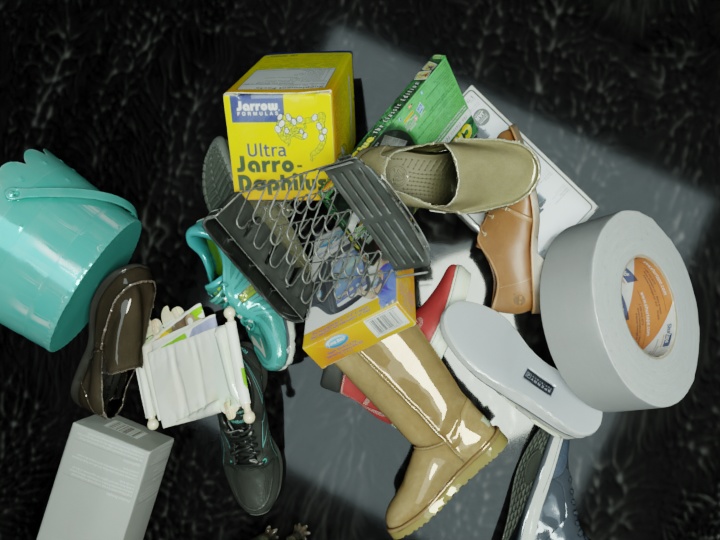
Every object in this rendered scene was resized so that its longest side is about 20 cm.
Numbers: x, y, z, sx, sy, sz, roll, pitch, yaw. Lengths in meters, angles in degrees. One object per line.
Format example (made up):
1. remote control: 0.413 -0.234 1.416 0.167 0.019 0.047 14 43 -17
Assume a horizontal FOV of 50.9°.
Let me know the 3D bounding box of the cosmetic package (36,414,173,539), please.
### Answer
1. cosmetic package: -0.307 0.284 0.893 0.105 0.090 0.203 19 92 6

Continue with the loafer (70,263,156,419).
1. loafer: -0.275 0.087 0.884 0.071 0.072 0.203 34 114 28

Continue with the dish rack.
1. dish rack: -0.037 -0.027 0.719 0.198 0.154 0.055 -10 42 39

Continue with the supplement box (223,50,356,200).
1. supplement box: -0.067 -0.162 0.817 0.107 0.201 0.111 0 116 6

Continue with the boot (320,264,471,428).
1. boot: 0.034 0.065 0.875 0.143 0.072 0.203 27 94 8

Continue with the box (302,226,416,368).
1. box: 0.000 0.000 0.824 0.118 0.202 0.042 -28 127 23

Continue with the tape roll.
1. tape roll: 0.274 0.043 0.790 0.198 0.066 0.204 11 72 -37

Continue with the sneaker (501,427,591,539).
1. sneaker: 0.240 0.281 0.842 0.144 0.077 0.206 18 81 -2

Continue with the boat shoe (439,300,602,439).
1. boat shoe: 0.163 0.112 0.817 0.199 0.070 0.071 35 64 3

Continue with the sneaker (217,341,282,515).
1. sneaker: -0.140 0.187 0.882 0.074 0.079 0.204 -10 88 5

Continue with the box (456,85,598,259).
1. box: 0.159 -0.097 0.872 0.200 0.060 0.117 44 92 7

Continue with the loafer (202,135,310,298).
1. loafer: -0.119 -0.062 0.863 0.075 0.069 0.202 -39 72 47

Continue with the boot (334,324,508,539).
1. boot: 0.036 0.159 0.822 0.175 0.066 0.200 -43 87 2

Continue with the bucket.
1. bucket: -0.351 -0.020 0.854 0.134 0.207 0.209 33 91 -5

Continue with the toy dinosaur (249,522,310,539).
1. toy dinosaur: -0.108 0.332 0.860 0.196 0.102 0.078 16 89 6

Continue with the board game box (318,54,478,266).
1. board game box: 0.045 -0.114 0.780 0.023 0.105 0.201 19 63 46

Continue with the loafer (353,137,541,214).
1. loafer: 0.089 -0.087 0.721 0.196 0.067 0.078 -7 101 -15

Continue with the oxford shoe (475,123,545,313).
1. oxford shoe: 0.156 -0.053 0.806 0.070 0.071 0.204 -4 88 10

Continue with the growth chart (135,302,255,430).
1. growth chart: -0.200 0.110 0.870 0.198 0.018 0.148 -15 79 37

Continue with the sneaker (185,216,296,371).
1. sneaker: -0.142 0.029 0.880 0.077 0.079 0.202 -38 76 40
